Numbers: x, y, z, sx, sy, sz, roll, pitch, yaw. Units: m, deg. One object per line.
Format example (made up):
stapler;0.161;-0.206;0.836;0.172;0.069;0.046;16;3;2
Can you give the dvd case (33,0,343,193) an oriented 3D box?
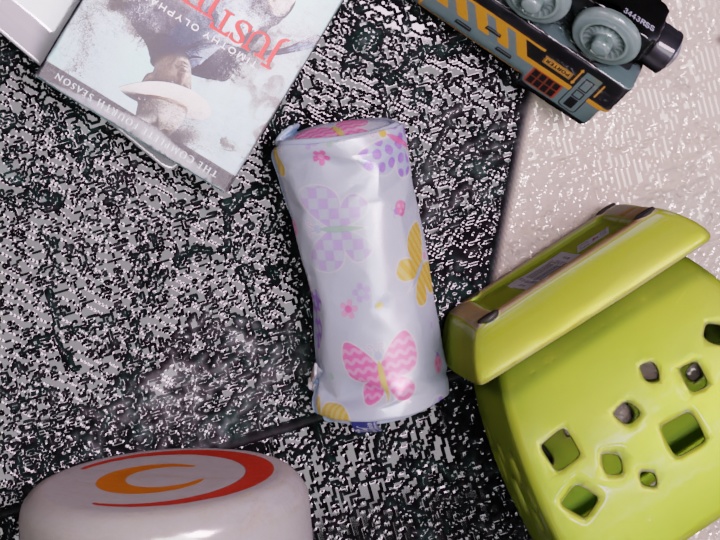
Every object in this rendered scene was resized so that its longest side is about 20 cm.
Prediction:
dvd case;-0.094;-0.170;1.619;0.146;0.022;0.200;32;90;-13

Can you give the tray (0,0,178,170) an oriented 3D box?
tray;-0.163;-0.167;1.630;0.200;0.022;0.107;40;91;-12

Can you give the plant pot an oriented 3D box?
plant pot;0.165;0.070;1.633;0.199;0.200;0.182;-32;96;-3

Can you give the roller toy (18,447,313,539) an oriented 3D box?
roller toy;-0.122;0.198;1.607;0.200;0.182;0.140;-5;100;-9

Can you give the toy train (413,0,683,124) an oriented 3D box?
toy train;0.106;-0.177;1.628;0.200;0.114;0.085;32;53;-8

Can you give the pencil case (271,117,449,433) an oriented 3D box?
pencil case;0.000;0.000;1.651;0.091;0.083;0.200;-3;101;29
